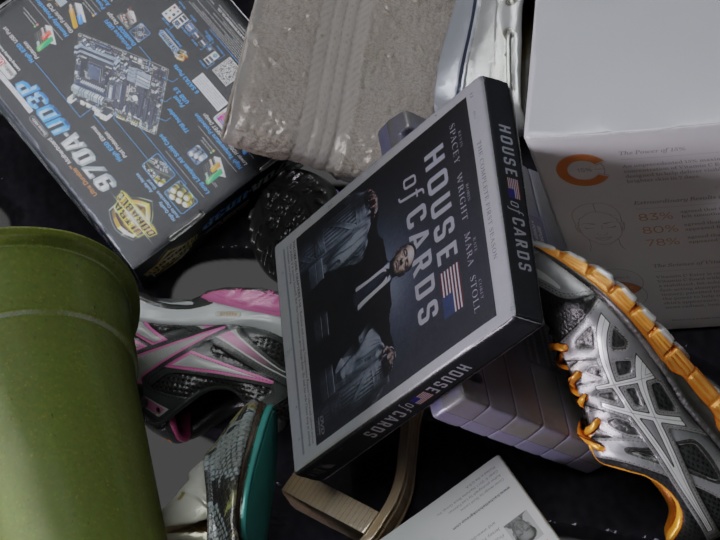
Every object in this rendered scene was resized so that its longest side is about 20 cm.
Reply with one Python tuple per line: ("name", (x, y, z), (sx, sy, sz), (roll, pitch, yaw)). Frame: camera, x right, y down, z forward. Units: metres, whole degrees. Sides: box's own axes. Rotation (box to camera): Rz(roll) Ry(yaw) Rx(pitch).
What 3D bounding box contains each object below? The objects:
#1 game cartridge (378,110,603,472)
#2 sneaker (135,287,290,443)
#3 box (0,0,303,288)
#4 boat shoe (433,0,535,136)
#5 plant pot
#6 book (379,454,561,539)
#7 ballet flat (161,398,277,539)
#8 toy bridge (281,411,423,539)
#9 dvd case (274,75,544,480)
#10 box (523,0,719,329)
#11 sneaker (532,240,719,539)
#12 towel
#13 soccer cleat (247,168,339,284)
("game cartridge", (0.077, 0.013, 1.308), (0.038, 0.130, 0.200), (-35, 48, 30))
("sneaker", (-0.124, 0.060, 1.375), (0.200, 0.080, 0.086), (-3, 70, 25))
("box", (-0.138, -0.114, 1.468), (0.159, 0.046, 0.200), (-39, 76, -9))
("boat shoe", (0.106, -0.172, 1.449), (0.086, 0.075, 0.202), (3, 62, 21))
("plant pot", (-0.184, 0.113, 1.238), (0.200, 0.200, 0.190), (-27, 57, 0))
("book", (0.073, 0.211, 1.227), (0.134, 0.048, 0.200), (-35, 53, -1))
("ballet flat", (-0.082, 0.160, 1.260), (0.072, 0.072, 0.200), (-8, 58, 14))
("toy bridge", (-0.013, 0.137, 1.313), (0.067, 0.027, 0.200), (24, 69, 30))
("dvd case", (0.021, 0.007, 1.252), (0.200, 0.025, 0.150), (-39, 46, 43))
("box", (0.173, -0.059, 1.273), (0.124, 0.200, 0.098), (-4, 57, 16))
("sneaker", (0.143, 0.065, 1.242), (0.077, 0.078, 0.200), (-42, 86, 2))
("towel", (-0.006, -0.142, 1.449), (0.132, 0.034, 0.200), (16, 56, -8))
("soccer cleat", (0.000, 0.000, 1.386), (0.068, 0.073, 0.200), (-57, 39, 3))
